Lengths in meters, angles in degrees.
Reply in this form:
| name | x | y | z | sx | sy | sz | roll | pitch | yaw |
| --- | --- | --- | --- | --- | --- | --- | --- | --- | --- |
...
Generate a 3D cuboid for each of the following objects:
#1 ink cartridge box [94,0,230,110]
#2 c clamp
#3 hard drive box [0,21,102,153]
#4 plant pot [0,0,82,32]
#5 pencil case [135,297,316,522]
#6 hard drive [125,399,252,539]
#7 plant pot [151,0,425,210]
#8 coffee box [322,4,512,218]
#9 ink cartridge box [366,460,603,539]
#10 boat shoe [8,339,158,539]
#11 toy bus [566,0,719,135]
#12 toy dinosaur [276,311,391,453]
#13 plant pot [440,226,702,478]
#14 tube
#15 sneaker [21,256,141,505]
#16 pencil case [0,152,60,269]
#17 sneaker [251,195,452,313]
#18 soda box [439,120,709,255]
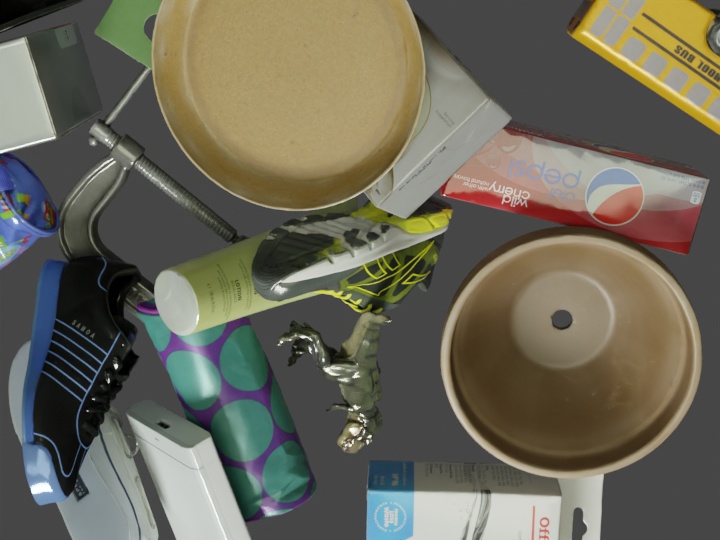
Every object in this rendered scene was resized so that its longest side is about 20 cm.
| name | x | y | z | sx | sy | sz | roll | pitch | yaw |
| --- | --- | --- | --- | --- | --- | --- | --- | --- | --- |
| ink cartridge box | -0.110 | -0.239 | 1.054 | 0.145 | 0.048 | 0.201 | 33 | 92 | 29 |
| c clamp | -0.155 | -0.039 | 1.165 | 0.171 | 0.027 | 0.200 | -44 | 99 | 12 |
| hard drive box | -0.312 | -0.120 | 1.087 | 0.199 | 0.156 | 0.077 | -14 | 102 | 5 |
| plant pot | -0.350 | -0.237 | 1.050 | 0.177 | 0.200 | 0.201 | -24 | 102 | 20 |
| pencil case | -0.105 | 0.102 | 1.156 | 0.085 | 0.092 | 0.201 | -25 | 107 | -16 |
| hard drive | -0.123 | 0.209 | 1.167 | 0.027 | 0.132 | 0.201 | -28 | 111 | -25 |
| plant pot | -0.048 | -0.142 | 1.003 | 0.199 | 0.027 | 0.201 | 5 | 108 | 16 |
| coffee box | 0.001 | -0.152 | 1.068 | 0.114 | 0.080 | 0.200 | -42 | 74 | 11 |
| ink cartridge box | 0.104 | 0.225 | 1.200 | 0.199 | 0.068 | 0.117 | 1 | 104 | 2 |
| boat shoe | -0.218 | 0.148 | 1.194 | 0.074 | 0.086 | 0.203 | -36 | 71 | 15 |
| toy bus | 0.228 | -0.182 | 1.097 | 0.199 | 0.065 | 0.078 | 32 | 105 | -6 |
| toy dinosaur | -0.018 | 0.072 | 1.151 | 0.088 | 0.048 | 0.200 | 22 | 146 | 12 |
| plant pot | 0.162 | 0.054 | 1.139 | 0.200 | 0.093 | 0.202 | 1 | 108 | 2 |
| tube | -0.066 | -0.003 | 1.108 | 0.052 | 0.199 | 0.058 | 48 | 132 | 22 |
| sneaker | -0.215 | 0.082 | 1.126 | 0.077 | 0.070 | 0.201 | -1 | 71 | 5 |
| pencil case | -0.340 | -0.014 | 1.150 | 0.199 | 0.087 | 0.078 | -33 | 68 | 9 |
| sneaker | 0.000 | 0.000 | 1.100 | 0.074 | 0.199 | 0.085 | 23 | 120 | 40 |
| soda box | 0.163 | -0.070 | 1.124 | 0.199 | 0.070 | 0.064 | 13 | 103 | -1 |
